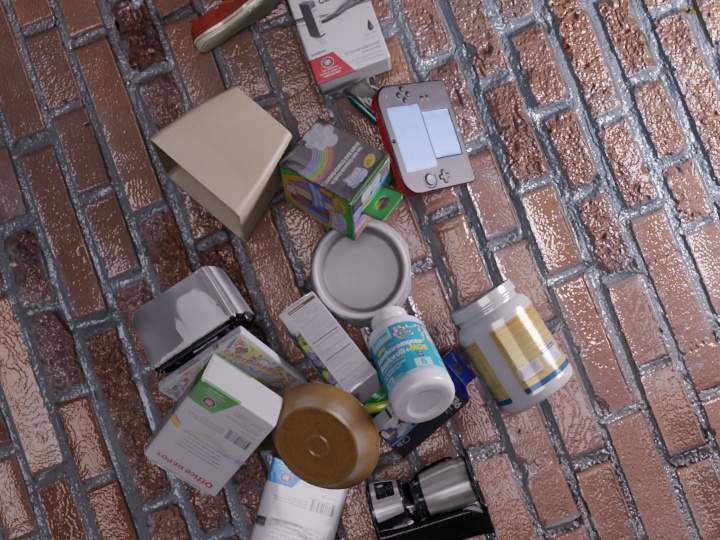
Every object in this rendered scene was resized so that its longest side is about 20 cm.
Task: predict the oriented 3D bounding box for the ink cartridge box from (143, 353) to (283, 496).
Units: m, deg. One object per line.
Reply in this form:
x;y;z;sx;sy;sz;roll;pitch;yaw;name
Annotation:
-0.246;0.261;1.383;0.145;0.088;0.200;34;114;-11;ink cartridge box

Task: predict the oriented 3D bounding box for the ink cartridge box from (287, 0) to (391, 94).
-0.043;-0.448;1.516;0.143;0.084;0.202;-20;86;3;ink cartridge box

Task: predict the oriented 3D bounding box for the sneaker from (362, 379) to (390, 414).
-0.032;0.223;1.499;0.198;0.074;0.084;-5;78;-7;sneaker

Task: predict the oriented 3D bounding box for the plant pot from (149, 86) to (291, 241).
-0.227;-0.201;1.468;0.199;0.200;0.177;40;79;3;plant pot

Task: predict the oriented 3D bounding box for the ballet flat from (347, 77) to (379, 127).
0.058;-0.271;1.514;0.064;0.067;0.200;-40;86;-4;ballet flat

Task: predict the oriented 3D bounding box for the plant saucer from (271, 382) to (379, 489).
-0.066;0.287;1.387;0.198;0.035;0.202;6;109;17;plant saucer

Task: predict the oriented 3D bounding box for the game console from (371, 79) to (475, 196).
0.115;-0.240;1.484;0.176;0.031;0.202;-16;87;-31;game console

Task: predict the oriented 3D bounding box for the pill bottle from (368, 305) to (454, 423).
0.079;0.153;1.421;0.110;0.111;0.201;-26;44;1;pill bottle

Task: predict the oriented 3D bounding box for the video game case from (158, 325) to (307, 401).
-0.219;0.198;1.446;0.181;0.200;0.023;-34;44;11;video game case

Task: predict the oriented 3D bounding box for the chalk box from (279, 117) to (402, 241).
-0.024;-0.149;1.450;0.199;0.124;0.125;32;67;16;chalk box

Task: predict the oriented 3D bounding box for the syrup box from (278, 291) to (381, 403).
-0.054;0.142;1.454;0.081;0.079;0.200;-36;63;-11;syrup box

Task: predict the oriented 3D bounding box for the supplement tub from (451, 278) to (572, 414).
0.262;0.131;1.447;0.144;0.145;0.201;-32;87;1;supplement tub

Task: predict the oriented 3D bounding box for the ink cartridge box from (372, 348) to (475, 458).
0.120;0.239;1.478;0.200;0.039;0.100;-43;126;0;ink cartridge box

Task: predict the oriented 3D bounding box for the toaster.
-0.285;0.086;1.457;0.199;0.181;0.119;-33;85;1;toaster

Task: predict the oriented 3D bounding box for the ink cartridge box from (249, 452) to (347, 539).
-0.110;0.443;1.482;0.143;0.084;0.202;16;88;4;ink cartridge box

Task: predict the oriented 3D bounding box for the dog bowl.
0.000;0.000;1.509;0.198;0.059;0.202;0;88;2;dog bowl

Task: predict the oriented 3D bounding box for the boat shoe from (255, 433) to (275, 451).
-0.137;0.291;1.499;0.199;0.066;0.072;2;101;-13;boat shoe

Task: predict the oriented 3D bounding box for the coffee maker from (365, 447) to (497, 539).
0.125;0.436;1.448;0.198;0.135;0.194;-20;88;2;coffee maker

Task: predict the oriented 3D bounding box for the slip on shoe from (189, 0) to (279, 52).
-0.231;-0.483;1.535;0.199;0.074;0.062;-31;84;6;slip on shoe
